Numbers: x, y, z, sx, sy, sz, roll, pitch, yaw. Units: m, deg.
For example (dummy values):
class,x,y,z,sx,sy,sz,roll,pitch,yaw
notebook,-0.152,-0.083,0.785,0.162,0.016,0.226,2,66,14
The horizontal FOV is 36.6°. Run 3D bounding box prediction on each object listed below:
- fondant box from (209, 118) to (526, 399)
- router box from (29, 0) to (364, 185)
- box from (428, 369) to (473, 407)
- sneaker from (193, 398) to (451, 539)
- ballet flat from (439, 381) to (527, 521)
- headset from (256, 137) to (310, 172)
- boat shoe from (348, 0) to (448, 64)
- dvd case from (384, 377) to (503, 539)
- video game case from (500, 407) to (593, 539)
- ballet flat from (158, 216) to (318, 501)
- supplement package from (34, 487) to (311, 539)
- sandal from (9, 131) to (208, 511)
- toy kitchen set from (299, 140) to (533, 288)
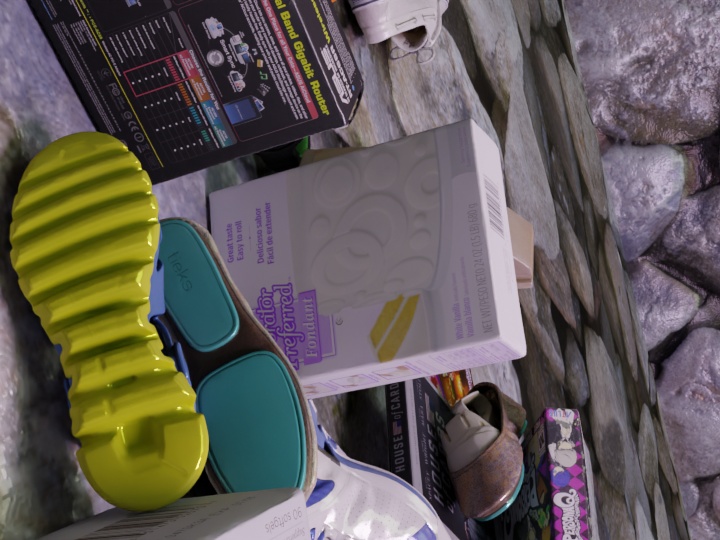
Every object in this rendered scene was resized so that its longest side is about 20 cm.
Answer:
class,x,y,z,sx,sy,sz,roll,pitch,yaw
fondant box,0.000,0.000,0.720,0.058,0.198,0.146,28,52,-60
router box,-0.103,-0.160,0.620,0.062,0.148,0.202,-71,143,-55
box,0.091,0.194,1.061,0.137,0.039,0.203,-3,81,-68
sneaker,-0.041,0.157,0.677,0.199,0.080,0.116,44,43,-16
ballet flat,0.099,0.144,0.918,0.067,0.068,0.200,51,14,-3
headset,-0.060,-0.152,0.804,0.200,0.093,0.125,51,31,-70
boat shoe,0.053,-0.265,1.184,0.202,0.074,0.087,-28,103,-66
dvd case,0.075,0.180,0.929,0.200,0.024,0.152,53,25,-42
video game case,0.154,0.244,0.951,0.201,0.035,0.183,106,-13,-57
ballet flat,-0.073,0.058,0.628,0.063,0.067,0.202,80,-14,-66
supplement package,-0.082,0.214,0.492,0.117,0.116,0.203,-6,87,-69
sandal,-0.131,0.027,0.568,0.087,0.078,0.203,114,-36,-75
toy kitchen set,0.057,-0.065,0.902,0.201,0.161,0.182,-78,162,-48
